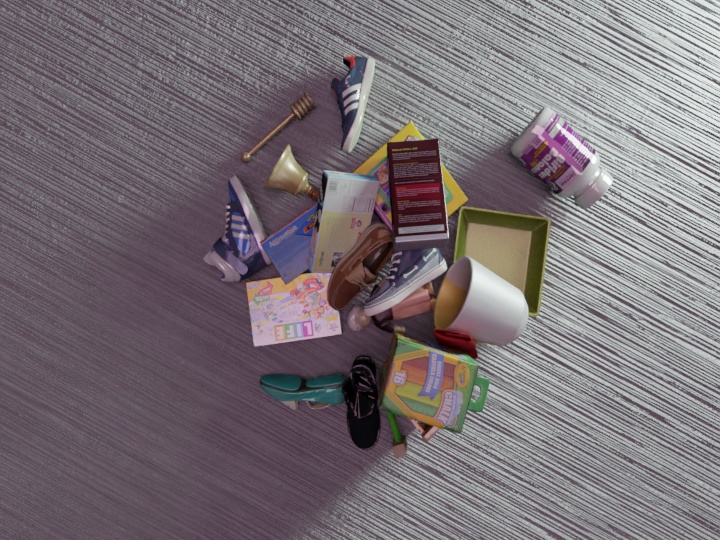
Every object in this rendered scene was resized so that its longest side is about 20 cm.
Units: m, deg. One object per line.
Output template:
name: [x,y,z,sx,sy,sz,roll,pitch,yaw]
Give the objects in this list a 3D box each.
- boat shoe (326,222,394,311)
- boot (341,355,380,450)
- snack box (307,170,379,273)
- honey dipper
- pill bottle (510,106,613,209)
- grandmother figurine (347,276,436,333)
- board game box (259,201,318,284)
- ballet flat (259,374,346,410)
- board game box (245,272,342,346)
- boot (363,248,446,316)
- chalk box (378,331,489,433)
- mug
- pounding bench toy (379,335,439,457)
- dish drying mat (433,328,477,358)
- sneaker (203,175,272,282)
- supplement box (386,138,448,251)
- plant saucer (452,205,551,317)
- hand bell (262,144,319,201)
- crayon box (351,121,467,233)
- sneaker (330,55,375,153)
boat shoe: [0.000,0.000,1.072,0.074,0.072,0.204,23,104,-38]
boot: [0.002,0.282,1.070,0.073,0.168,0.210,0,91,4]
snack box: [-0.037,-0.093,1.071,0.112,0.037,0.207,1,116,-26]
honey dipper: [-0.180,-0.300,1.133,0.199,0.038,0.038,-42,90,5]
pill bottle: [0.412,-0.224,1.077,0.199,0.112,0.113,42,92,1]
grandmother figurine: [0.062,0.077,1.121,0.193,0.061,0.126,-19,82,-1]
board game box: [-0.102,-0.071,1.100,0.197,0.019,0.105,-35,114,-7]
ballet flat: [-0.122,0.264,1.128,0.191,0.068,0.073,0,105,4]
board game box: [-0.141,0.080,1.138,0.191,0.034,0.141,-8,91,2]
boot: [0.076,0.004,1.064,0.196,0.073,0.093,-32,99,-12]
chalk box: [0.140,0.205,0.962,0.192,0.124,0.130,15,91,2]
mug: [0.235,0.073,1.041,0.148,0.186,0.155,20,79,-12]
pounding bench toy: [0.096,0.259,1.089,0.156,0.124,0.200,45,92,1]
dish drying mat: [0.188,0.145,1.029,0.074,0.200,0.019,7,75,18]
sneaker: [-0.280,-0.078,1.115,0.142,0.081,0.207,-23,96,-2]
supplement box: [0.109,-0.148,1.031,0.104,0.061,0.209,-3,76,1]
plant saucer: [0.289,-0.019,1.116,0.191,0.048,0.209,8,91,2]
hand bell: [-0.098,-0.163,1.120,0.197,0.104,0.106,33,92,-13]
crayon box: [0.100,-0.173,1.114,0.171,0.058,0.202,-38,90,1]
sneaker: [-0.029,-0.351,1.110,0.081,0.075,0.208,13,82,0]
